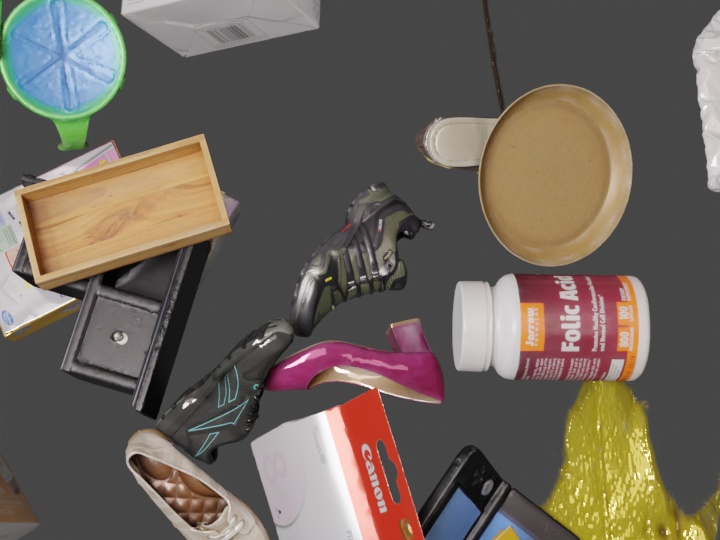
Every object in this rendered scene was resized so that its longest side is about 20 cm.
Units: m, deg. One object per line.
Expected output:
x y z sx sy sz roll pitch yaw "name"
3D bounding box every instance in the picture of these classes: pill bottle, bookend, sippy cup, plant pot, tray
0.202 0.061 1.125 0.196 0.114 0.116 1 77 -2 "pill bottle"
-0.282 0.028 1.091 0.197 0.092 0.202 16 77 3 "bookend"
-0.335 -0.237 1.163 0.138 0.130 0.180 28 88 -20 "sippy cup"
0.216 -0.107 1.173 0.197 0.027 0.204 -4 101 -20 "plant pot"
-0.238 -0.059 1.046 0.197 0.037 0.100 -18 77 -5 "tray"

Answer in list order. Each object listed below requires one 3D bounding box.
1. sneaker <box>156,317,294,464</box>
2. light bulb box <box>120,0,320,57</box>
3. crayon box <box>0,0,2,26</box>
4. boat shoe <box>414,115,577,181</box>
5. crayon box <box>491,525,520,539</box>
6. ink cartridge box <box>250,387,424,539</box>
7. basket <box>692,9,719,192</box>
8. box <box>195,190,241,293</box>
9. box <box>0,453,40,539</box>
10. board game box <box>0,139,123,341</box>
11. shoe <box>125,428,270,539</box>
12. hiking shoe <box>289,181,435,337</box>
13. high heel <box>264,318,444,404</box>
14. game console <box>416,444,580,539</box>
-0.129 0.128 1.103 0.079 0.075 0.200 46 114 -2 "sneaker"
-0.153 -0.374 1.178 0.195 0.124 0.204 -4 75 26 "light bulb box"
-0.445 -0.257 1.143 0.057 0.199 0.121 6 74 -31 "crayon box"
0.160 -0.142 1.193 0.197 0.059 0.073 1 97 -20 "boat shoe"
0.142 0.355 1.040 0.125 0.051 0.201 -39 112 -11 "crayon box"
-0.029 0.223 1.045 0.056 0.200 0.165 -10 75 -32 "ink cartridge box"
0.488 -0.209 1.157 0.158 0.198 0.204 0 76 -6 "basket"
-0.197 0.004 1.167 0.038 0.041 0.202 26 78 6 "box"
-0.438 0.202 1.057 0.106 0.152 0.201 -33 80 -8 "box"
-0.335 -0.034 1.172 0.198 0.040 0.155 -26 79 -7 "board game box"
-0.172 0.249 1.089 0.200 0.053 0.070 44 88 -5 "shoe"
0.000 0.000 1.155 0.100 0.076 0.201 33 77 10 "hiking shoe"
-0.008 0.124 1.133 0.197 0.067 0.097 -14 72 -16 "high heel"
0.120 0.313 1.068 0.116 0.176 0.201 28 75 34 "game console"
